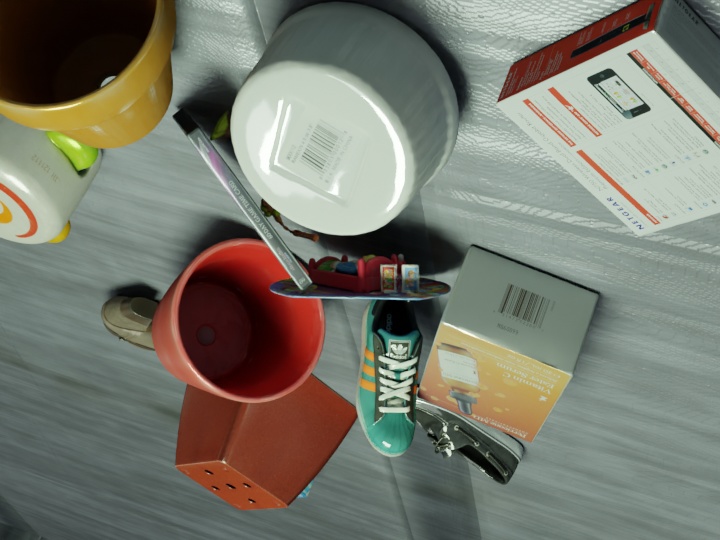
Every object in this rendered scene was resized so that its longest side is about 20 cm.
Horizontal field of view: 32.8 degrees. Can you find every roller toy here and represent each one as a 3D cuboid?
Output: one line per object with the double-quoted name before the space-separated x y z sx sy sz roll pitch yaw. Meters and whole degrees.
"roller toy" -0.408 -0.123 1.419 0.182 0.140 0.200 28 152 -6

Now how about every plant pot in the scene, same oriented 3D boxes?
"plant pot" -0.157 0.241 1.798 0.200 0.177 0.199 40 147 -26
"plant pot" -0.258 -0.206 1.140 0.199 0.201 0.183 18 167 11
"plant pot" -0.168 0.071 1.527 0.200 0.201 0.177 35 158 -19

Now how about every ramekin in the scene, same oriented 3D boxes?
"ramekin" -0.020 -0.129 1.101 0.199 0.098 0.201 14 131 17

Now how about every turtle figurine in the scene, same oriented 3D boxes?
"turtle figurine" -0.064 -0.119 1.247 0.161 0.065 0.200 40 147 -15

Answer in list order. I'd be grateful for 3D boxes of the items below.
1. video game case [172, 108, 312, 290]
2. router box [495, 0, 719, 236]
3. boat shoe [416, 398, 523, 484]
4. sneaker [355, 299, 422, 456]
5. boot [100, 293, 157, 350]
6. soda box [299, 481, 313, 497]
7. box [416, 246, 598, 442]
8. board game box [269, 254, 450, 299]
"video game case" -0.126 -0.077 1.284 0.200 0.019 0.143 55 176 -20
"router box" 0.244 -0.123 1.023 0.200 0.049 0.179 39 148 -24
"boat shoe" 0.132 0.231 1.677 0.199 0.066 0.070 33 150 -16
"sneaker" 0.035 0.111 1.421 0.071 0.201 0.080 2 157 -12
"boot" -0.281 0.094 1.771 0.199 0.070 0.146 33 156 -12
"soda box" -0.158 0.347 2.084 0.064 0.068 0.199 39 148 -26
"box" 0.161 0.088 1.376 0.151 0.107 0.200 21 151 6
"board game box" 0.000 0.000 1.347 0.199 0.039 0.158 1 -172 4
